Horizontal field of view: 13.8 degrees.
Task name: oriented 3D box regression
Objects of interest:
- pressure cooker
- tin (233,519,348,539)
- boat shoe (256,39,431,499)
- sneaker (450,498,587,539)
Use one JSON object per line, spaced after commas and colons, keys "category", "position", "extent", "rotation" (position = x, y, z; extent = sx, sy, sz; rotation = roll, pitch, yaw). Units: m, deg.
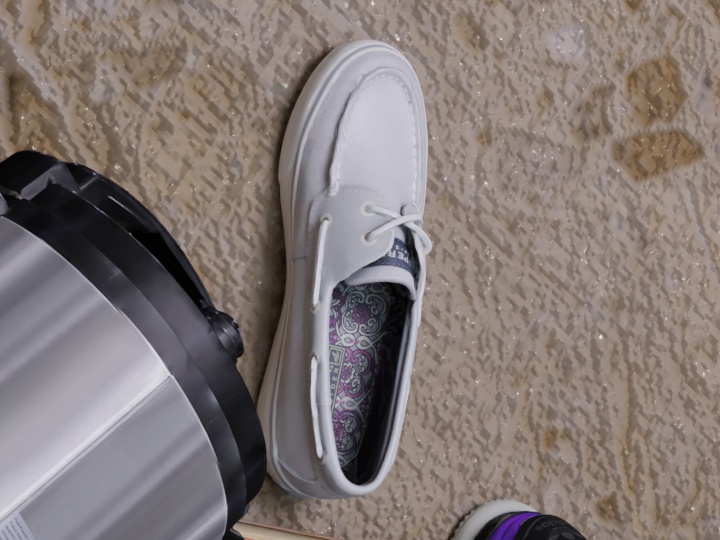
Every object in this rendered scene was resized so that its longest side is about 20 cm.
{"category": "pressure cooker", "position": [-0.132, 0.064, 1.129], "extent": [0.179, 0.176, 0.200], "rotation": [40, 63, 17]}
{"category": "tin", "position": [-0.016, 0.166, 1.250], "extent": [0.200, 0.042, 0.112], "rotation": [12, 91, -5]}
{"category": "boat shoe", "position": [0.000, 0.000, 1.274], "extent": [0.072, 0.068, 0.200], "rotation": [17, 84, -31]}
{"category": "sneaker", "position": [0.079, 0.206, 1.314], "extent": [0.069, 0.099, 0.201], "rotation": [-3, 93, -29]}
